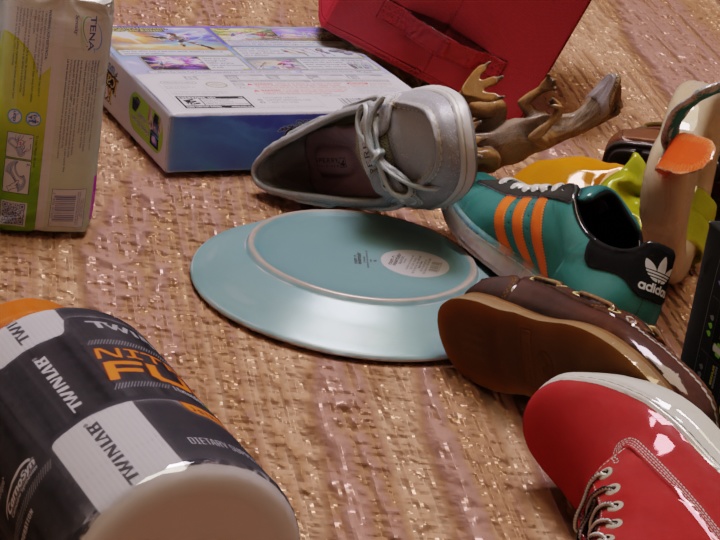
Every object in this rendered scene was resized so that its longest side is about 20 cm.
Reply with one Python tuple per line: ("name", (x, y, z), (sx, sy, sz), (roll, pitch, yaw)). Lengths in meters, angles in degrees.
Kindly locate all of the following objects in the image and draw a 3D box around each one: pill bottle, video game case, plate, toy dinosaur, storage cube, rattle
("pill bottle", (-0.113, 0.083, 0.909), (0.106, 0.107, 0.200), (-4, 26, -29))
("video game case", (-0.073, -0.122, 1.498), (0.199, 0.046, 0.181), (-3, 26, -26))
("plate", (0.000, 0.000, 1.258), (0.199, 0.026, 0.200), (7, 21, -3))
("toy dinosaur", (0.070, -0.076, 1.348), (0.199, 0.061, 0.106), (-15, -21, 11))
("storage cube", (0.083, -0.245, 1.615), (0.170, 0.180, 0.200), (27, 21, -10))
("rattle", (0.153, -0.071, 1.305), (0.142, 0.131, 0.200), (29, 5, 16))

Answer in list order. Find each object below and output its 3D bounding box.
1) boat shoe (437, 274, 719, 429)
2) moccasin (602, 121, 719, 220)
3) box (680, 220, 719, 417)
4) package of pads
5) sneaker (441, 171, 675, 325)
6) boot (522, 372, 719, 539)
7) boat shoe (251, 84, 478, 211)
("boat shoe", (0.122, 0.044, 1.116), (0.070, 0.071, 0.200), (-17, 28, -28))
("moccasin", (0.264, -0.059, 1.447), (0.200, 0.074, 0.078), (9, 28, 27))
("box", (0.267, 0.066, 1.063), (0.148, 0.125, 0.200), (0, 23, -21))
("package of pads", (-0.192, -0.130, 1.329), (0.068, 0.155, 0.200), (4, 23, -12))
("sneaker", (0.120, -0.021, 1.258), (0.071, 0.080, 0.200), (20, 16, -36))
("boot", (0.107, 0.114, 0.967), (0.144, 0.073, 0.200), (-10, 32, -34))
("boat shoe", (0.004, -0.069, 1.313), (0.064, 0.075, 0.202), (-14, 7, -29))
